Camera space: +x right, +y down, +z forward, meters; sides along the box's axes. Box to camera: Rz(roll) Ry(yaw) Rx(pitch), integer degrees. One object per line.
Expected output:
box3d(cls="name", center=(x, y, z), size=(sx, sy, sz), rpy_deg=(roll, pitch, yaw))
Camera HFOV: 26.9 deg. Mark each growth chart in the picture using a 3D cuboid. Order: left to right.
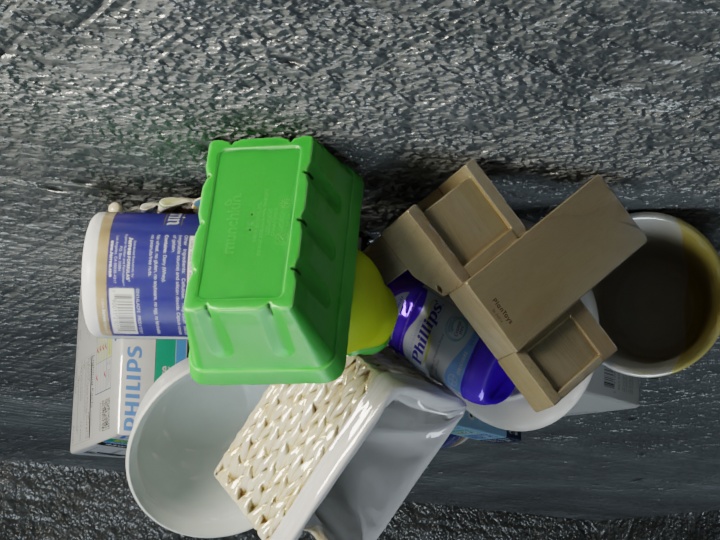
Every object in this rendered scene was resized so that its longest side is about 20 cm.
box3d(cls="growth chart", center=(-0.142, -0.047, 1.438), size=(0.198, 0.018, 0.145), rpy_deg=(0, 164, 6))

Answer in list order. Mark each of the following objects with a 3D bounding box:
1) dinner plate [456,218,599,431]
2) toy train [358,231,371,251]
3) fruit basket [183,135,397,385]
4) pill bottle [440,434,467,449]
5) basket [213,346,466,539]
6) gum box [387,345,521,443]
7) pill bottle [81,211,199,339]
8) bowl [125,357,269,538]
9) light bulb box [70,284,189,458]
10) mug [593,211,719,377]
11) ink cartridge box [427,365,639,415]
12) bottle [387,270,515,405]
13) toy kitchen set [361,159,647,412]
box3d(cls="dinner plate", center=(0.133, 0.051, 1.408), size=(0.199, 0.203, 0.024), rpy_deg=(-11, 177, 42))
box3d(cls="toy train", center=(0.000, 0.000, 1.560), size=(0.045, 0.035, 0.200), rpy_deg=(3, 165, 11))
box3d(cls="fruit basket", center=(-0.056, 0.009, 1.266), size=(0.154, 0.218, 0.216), rpy_deg=(-2, 165, 13))
box3d(cls="pill bottle", center=(0.035, 0.144, 1.629), size=(0.110, 0.112, 0.199), rpy_deg=(-10, 173, 39))
box3d(cls="basket", center=(-0.022, 0.159, 1.400), size=(0.123, 0.201, 0.135), rpy_deg=(41, -168, 34))
box3d(cls="gum box", center=(0.099, 0.085, 1.598), size=(0.044, 0.172, 0.199), rpy_deg=(-10, 161, 40))
box3d(cls="pill bottle", center=(-0.148, 0.006, 1.378), size=(0.198, 0.117, 0.116), rpy_deg=(2, 166, 0))
box3d(cls="bowl", center=(-0.143, 0.155, 1.491), size=(0.199, 0.203, 0.090), rpy_deg=(9, -160, -26))
box3d(cls="light bulb box", center=(-0.229, 0.097, 1.640), size=(0.124, 0.201, 0.200), rpy_deg=(7, 166, -24))
box3d(cls="mug", center=(0.292, 0.040, 1.436), size=(0.186, 0.150, 0.153), rpy_deg=(33, -178, 16))
box3d(cls="ink cartridge box", center=(0.173, 0.061, 1.541), size=(0.144, 0.149, 0.199), rpy_deg=(-10, 161, 40))
box3d(cls="bottle", center=(0.064, 0.048, 1.409), size=(0.199, 0.084, 0.065), rpy_deg=(33, -161, 35))
box3d(cls="toy kitchen set", center=(0.134, 0.003, 1.331), size=(0.163, 0.201, 0.180), rpy_deg=(-37, 179, -21))
